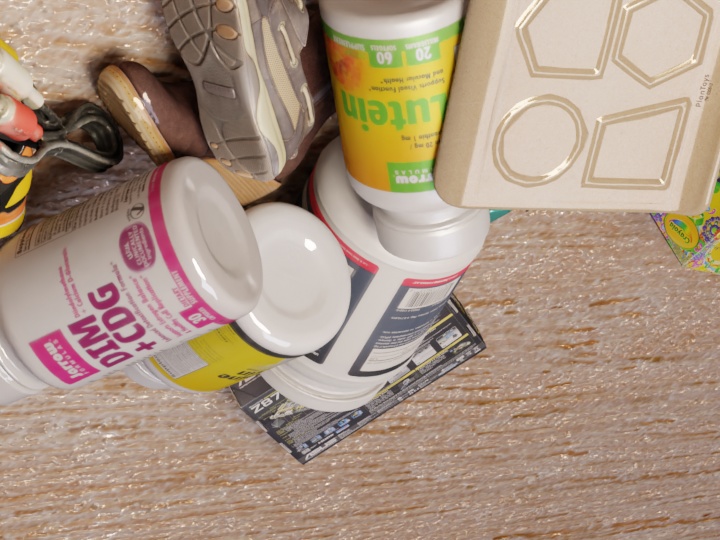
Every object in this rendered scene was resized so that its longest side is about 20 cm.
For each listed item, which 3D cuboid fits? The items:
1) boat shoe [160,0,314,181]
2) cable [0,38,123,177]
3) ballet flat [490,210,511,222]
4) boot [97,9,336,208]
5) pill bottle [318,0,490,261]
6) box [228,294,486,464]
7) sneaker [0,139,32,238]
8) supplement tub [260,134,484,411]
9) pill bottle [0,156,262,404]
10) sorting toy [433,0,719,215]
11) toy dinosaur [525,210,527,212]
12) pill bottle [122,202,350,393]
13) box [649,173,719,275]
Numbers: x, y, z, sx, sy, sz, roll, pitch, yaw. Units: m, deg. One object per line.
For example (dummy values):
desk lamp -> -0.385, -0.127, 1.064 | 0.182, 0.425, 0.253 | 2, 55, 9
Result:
boat shoe -> -0.076, -0.156, 1.527 | 0.073, 0.074, 0.201 | -42, 137, -35
cable -> -0.198, -0.095, 1.511 | 0.050, 0.098, 0.200 | -33, 153, 20
ballet flat -> 0.110, -0.074, 1.804 | 0.199, 0.063, 0.067 | -22, 167, 41
boot -> -0.082, -0.131, 1.615 | 0.166, 0.072, 0.200 | -44, 148, -2
pill bottle -> 0.039, -0.111, 1.612 | 0.110, 0.111, 0.201 | -21, 125, -16
box -> -0.002, 0.077, 2.019 | 0.199, 0.049, 0.161 | -33, 153, 5
sneaker -> -0.303, -0.055, 1.517 | 0.199, 0.070, 0.090 | -15, 143, -34
supplement tub -> 0.000, 0.000, 1.798 | 0.139, 0.141, 0.201 | -8, 145, -34
pill bottle -> -0.175, 0.012, 1.576 | 0.199, 0.114, 0.113 | -24, 155, 21
sorting toy -> 0.157, -0.126, 1.564 | 0.198, 0.037, 0.187 | 3, 118, -16
toy dinosaur -> 0.161, -0.100, 1.889 | 0.199, 0.048, 0.089 | -12, 141, -35
pill bottle -> -0.103, 0.027, 1.730 | 0.111, 0.113, 0.199 | -6, 169, -37
box -> 0.363, -0.096, 1.999 | 0.193, 0.123, 0.199 | -44, 149, 27
